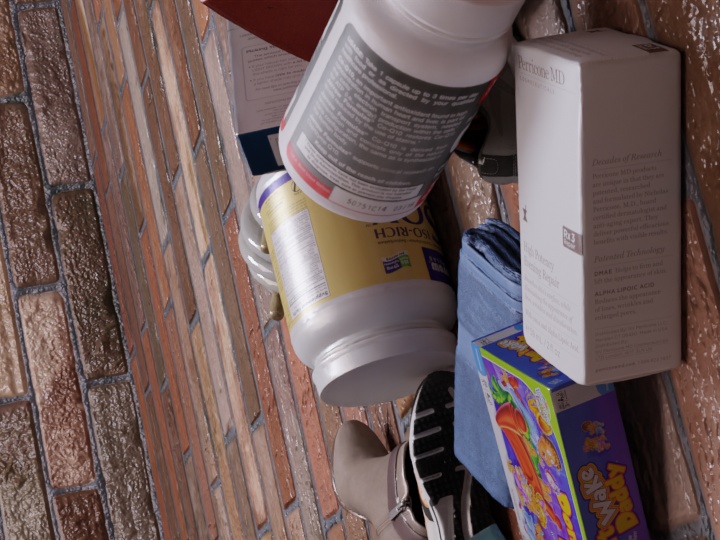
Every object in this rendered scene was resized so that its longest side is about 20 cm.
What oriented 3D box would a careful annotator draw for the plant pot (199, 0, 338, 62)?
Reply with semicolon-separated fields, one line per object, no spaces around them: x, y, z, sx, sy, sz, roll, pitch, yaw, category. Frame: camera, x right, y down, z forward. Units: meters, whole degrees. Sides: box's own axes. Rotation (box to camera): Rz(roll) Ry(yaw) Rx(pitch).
-0.018;-0.264;1.190;0.200;0.175;0.201;-31;64;51;plant pot

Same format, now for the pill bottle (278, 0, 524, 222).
0.029;-0.134;1.102;0.200;0.113;0.114;-59;41;46;pill bottle

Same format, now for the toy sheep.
-0.056;-0.036;1.649;0.201;0.137;0.138;92;161;-44;toy sheep

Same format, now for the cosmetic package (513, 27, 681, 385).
0.146;-0.041;1.055;0.102;0.073;0.202;-142;45;-67;cosmetic package

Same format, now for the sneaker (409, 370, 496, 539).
0.074;0.183;1.423;0.080;0.073;0.202;176;85;-76;sneaker

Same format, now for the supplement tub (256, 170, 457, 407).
0.000;0.000;1.446;0.146;0.144;0.201;116;141;-63;supplement tub

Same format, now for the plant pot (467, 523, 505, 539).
0.102;0.321;1.242;0.200;0.141;0.141;55;175;27;plant pot

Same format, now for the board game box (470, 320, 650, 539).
0.142;0.147;1.155;0.134;0.044;0.201;-150;43;-69;board game box

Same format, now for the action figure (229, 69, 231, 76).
-0.075;-0.201;1.610;0.193;0.104;0.201;97;153;-85;action figure

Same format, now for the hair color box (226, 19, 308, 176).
-0.058;-0.182;1.432;0.061;0.099;0.201;73;-172;-55;hair color box

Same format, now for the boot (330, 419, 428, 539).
0.032;0.199;1.605;0.147;0.070;0.201;115;143;-52;boot

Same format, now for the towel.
0.112;0.071;1.274;0.112;0.048;0.201;-132;37;-55;towel

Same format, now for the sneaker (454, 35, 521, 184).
0.085;-0.121;1.209;0.200;0.079;0.074;-123;26;-57;sneaker
